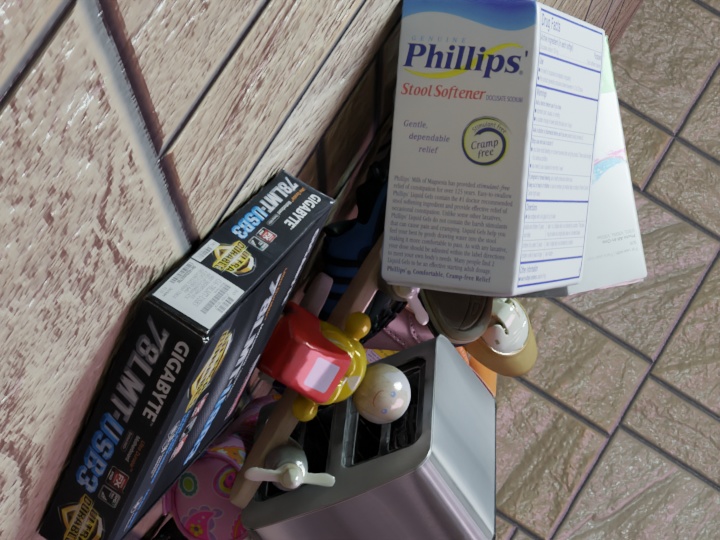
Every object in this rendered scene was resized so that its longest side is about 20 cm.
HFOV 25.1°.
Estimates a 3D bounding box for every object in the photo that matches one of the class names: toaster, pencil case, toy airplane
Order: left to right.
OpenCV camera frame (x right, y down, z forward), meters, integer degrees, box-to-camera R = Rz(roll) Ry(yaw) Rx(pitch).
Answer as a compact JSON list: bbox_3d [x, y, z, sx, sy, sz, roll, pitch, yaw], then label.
[{"bbox_3d":[-0.100,0.168,1.381,0.088,0.087,0.200,-60,172,18],"label":"pencil case"},{"bbox_3d":[-0.025,0.069,1.227,0.200,0.140,0.201,-53,171,-43],"label":"toy airplane"},{"bbox_3d":[0.010,0.167,1.286,0.179,0.119,0.201,-23,-148,21],"label":"toaster"}]

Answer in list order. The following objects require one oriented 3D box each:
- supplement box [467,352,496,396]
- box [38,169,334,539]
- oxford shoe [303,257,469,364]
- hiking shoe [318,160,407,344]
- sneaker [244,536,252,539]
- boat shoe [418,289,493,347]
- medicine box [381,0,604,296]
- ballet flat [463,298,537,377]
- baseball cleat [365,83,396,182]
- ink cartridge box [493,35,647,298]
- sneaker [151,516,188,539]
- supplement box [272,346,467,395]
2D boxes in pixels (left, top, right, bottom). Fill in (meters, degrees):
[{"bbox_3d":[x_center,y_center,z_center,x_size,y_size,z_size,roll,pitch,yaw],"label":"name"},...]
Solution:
[{"bbox_3d":[0.039,0.110,1.654,0.069,0.198,0.067,49,36,-43],"label":"supplement box"},{"bbox_3d":[-0.105,0.059,1.009,0.201,0.049,0.199,-62,172,31],"label":"box"},{"bbox_3d":[0.024,0.043,1.451,0.073,0.200,0.071,-45,-144,5],"label":"oxford shoe"},{"bbox_3d":[0.000,0.000,1.337,0.074,0.087,0.200,-30,163,-49],"label":"hiking shoe"},{"bbox_3d":[-0.088,0.230,1.459,0.199,0.076,0.088,-28,179,-13],"label":"sneaker"},{"bbox_3d":[0.060,-0.017,1.404,0.071,0.203,0.066,-1,149,-26],"label":"boat shoe"},{"bbox_3d":[0.100,-0.089,1.171,0.182,0.102,0.203,-5,100,-67],"label":"medicine box"},{"bbox_3d":[0.108,0.029,1.496,0.069,0.200,0.063,-51,-157,-18],"label":"ballet flat"},{"bbox_3d":[0.040,-0.108,1.307,0.106,0.069,0.202,-14,132,-61],"label":"baseball cleat"},{"bbox_3d":[0.155,-0.081,1.350,0.087,0.203,0.145,-13,-176,-21],"label":"ink cartridge box"},{"bbox_3d":[-0.165,0.267,1.357,0.201,0.075,0.080,-55,170,-29],"label":"sneaker"},{"bbox_3d":[0.026,0.064,1.551,0.201,0.109,0.109,-57,-156,-16],"label":"supplement box"}]
